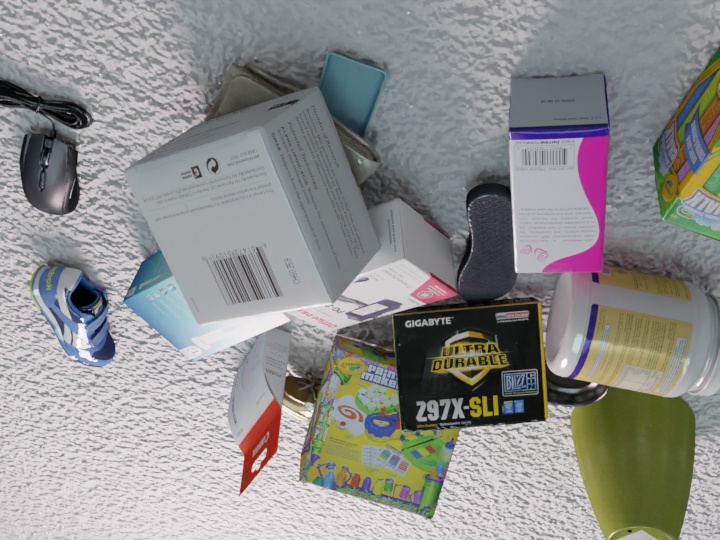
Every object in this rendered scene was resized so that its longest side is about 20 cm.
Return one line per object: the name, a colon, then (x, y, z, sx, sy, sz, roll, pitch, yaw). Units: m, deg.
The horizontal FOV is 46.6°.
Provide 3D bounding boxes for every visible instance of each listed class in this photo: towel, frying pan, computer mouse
towel: (-0.086, -0.145, 0.974, 0.199, 0.035, 0.133, 35, 137, -8)
frying pan: (0.284, 0.178, 1.238, 0.114, 0.031, 0.190, 27, 138, -15)
computer mouse: (-0.424, -0.144, 1.061, 0.139, 0.046, 0.201, 20, 136, -10)

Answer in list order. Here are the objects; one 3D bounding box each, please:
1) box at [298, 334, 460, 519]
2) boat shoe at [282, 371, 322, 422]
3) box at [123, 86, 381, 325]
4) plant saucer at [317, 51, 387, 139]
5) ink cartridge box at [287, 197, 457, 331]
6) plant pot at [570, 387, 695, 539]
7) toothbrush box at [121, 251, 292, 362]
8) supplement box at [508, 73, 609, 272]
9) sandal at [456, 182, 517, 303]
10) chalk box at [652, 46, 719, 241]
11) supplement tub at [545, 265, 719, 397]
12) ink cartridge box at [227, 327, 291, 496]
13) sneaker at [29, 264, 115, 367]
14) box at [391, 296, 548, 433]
box: (0.032, 0.221, 1.206, 0.197, 0.122, 0.195, 17, 94, -4)
boat shoe: (-0.045, 0.201, 1.315, 0.198, 0.074, 0.063, 19, 131, -22)
box: (-0.114, -0.066, 0.916, 0.197, 0.131, 0.202, -10, 112, 32)
plant saucer: (-0.028, -0.164, 0.973, 0.069, 0.019, 0.201, 18, 137, -5)
ink cartridge box: (0.000, 0.000, 1.051, 0.198, 0.086, 0.144, -18, 153, 27)
plant pot: (0.402, 0.305, 1.218, 0.184, 0.202, 0.189, 6, 137, 6)
toothbrush box: (-0.203, 0.027, 1.156, 0.198, 0.086, 0.146, -24, 125, 32)
supplement box: (0.217, -0.101, 0.919, 0.100, 0.104, 0.202, 0, 134, 13)
sandal: (0.162, -0.034, 1.044, 0.075, 0.043, 0.202, 1, 137, 1)
chalk box: (0.383, -0.109, 0.857, 0.123, 0.125, 0.201, 16, 136, -3)
supplement tub: (0.342, 0.075, 1.038, 0.197, 0.147, 0.147, 11, 137, 2)
ink cartridge box: (-0.159, 0.206, 1.245, 0.056, 0.202, 0.163, 22, 135, -14)
sneaker: (-0.416, 0.073, 1.262, 0.081, 0.075, 0.201, -7, 134, 16)
box: (0.144, 0.125, 1.116, 0.197, 0.049, 0.162, -4, 97, 1)
